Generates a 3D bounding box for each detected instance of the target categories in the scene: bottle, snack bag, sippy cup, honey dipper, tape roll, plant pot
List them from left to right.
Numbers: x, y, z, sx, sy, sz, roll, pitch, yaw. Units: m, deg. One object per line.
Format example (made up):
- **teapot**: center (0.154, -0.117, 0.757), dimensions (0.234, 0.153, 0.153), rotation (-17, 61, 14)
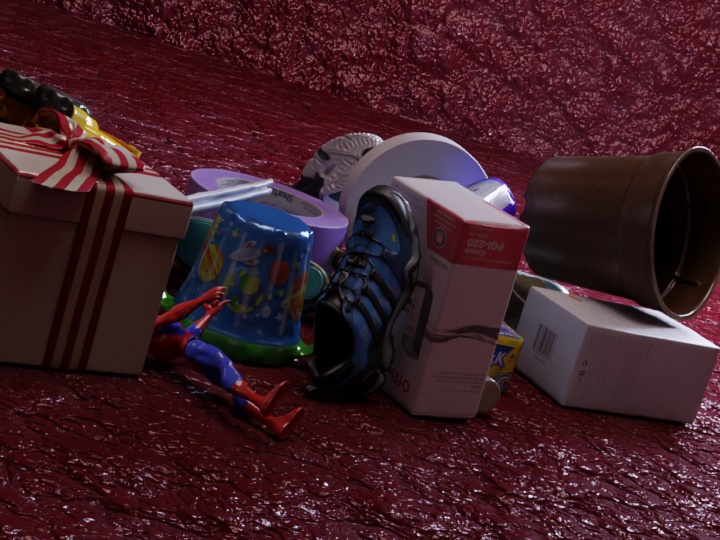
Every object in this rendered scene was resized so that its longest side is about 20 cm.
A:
- **snack bag**: center (-0.216, -0.059, 1.525), dimensions (0.198, 0.022, 0.188), rotation (-12, 4, 31)
- **sippy cup**: center (-0.108, 0.006, 1.434), dimensions (0.176, 0.132, 0.139), rotation (10, 15, -30)
- **tape roll**: center (-0.119, -0.048, 1.748), dimensions (0.198, 0.086, 0.200), rotation (18, 12, -4)
- **tape roll**: center (0.070, -0.071, 1.839), dimensions (0.200, 0.205, 0.037), rotation (13, 16, -20)
- **honey dipper**: center (0.080, 0.098, 1.542), dimensions (0.038, 0.038, 0.200), rotation (10, 11, -30)
- **bottle**: center (0.117, -0.053, 1.702), dimensions (0.066, 0.083, 0.200), rotation (62, 29, -3)
- **plant pot**: center (0.309, -0.053, 1.754), dimensions (0.196, 0.203, 0.199), rotation (8, 4, 38)

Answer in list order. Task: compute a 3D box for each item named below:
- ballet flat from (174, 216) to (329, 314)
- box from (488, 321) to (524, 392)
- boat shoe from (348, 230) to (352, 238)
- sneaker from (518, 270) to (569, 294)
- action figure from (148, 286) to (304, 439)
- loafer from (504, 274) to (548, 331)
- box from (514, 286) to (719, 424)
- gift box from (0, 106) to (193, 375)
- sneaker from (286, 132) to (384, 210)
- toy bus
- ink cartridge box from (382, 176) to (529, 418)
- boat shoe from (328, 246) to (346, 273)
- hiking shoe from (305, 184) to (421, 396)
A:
- **ballet flat**: center (-0.123, 0.000, 1.617), dimensions (0.198, 0.075, 0.074), rotation (24, 14, 15)
- **box**: center (0.106, 0.064, 1.640), dimensions (0.069, 0.065, 0.200), rotation (12, 15, -23)
- **boat shoe**: center (0.010, 0.011, 1.725), dimensions (0.072, 0.066, 0.200), rotation (32, 13, -21)
- **sneaker**: center (0.169, 0.022, 1.790), dimensions (0.198, 0.075, 0.118), rotation (9, -16, -3)
- **action figure**: center (-0.119, 0.059, 1.280), dimensions (0.199, 0.099, 0.066), rotation (25, -26, 33)
- **loafer**: center (0.177, 0.025, 1.717), dimensions (0.075, 0.070, 0.200), rotation (46, 1, 35)
- **box**: center (0.289, 0.097, 1.680), dimensions (0.198, 0.099, 0.124), rotation (10, 14, -30)
- **gift box**: center (-0.268, -0.031, 1.240), dimensions (0.198, 0.189, 0.184), rotation (8, 16, -40)
- **sneaker**: center (-0.017, -0.096, 1.913), dimensions (0.129, 0.199, 0.080), rotation (21, 34, -49)
- **toy bus**: center (-0.345, -0.132, 1.710), dimensions (0.199, 0.137, 0.191), rotation (27, 2, 43)
- **ink cartridge box**: center (0.072, 0.026, 1.445), dimensions (0.084, 0.203, 0.145), rotation (4, 18, -31)
- **boat shoe**: center (0.000, 0.004, 1.590), dimensions (0.074, 0.075, 0.203), rotation (16, 46, 10)
- **hiking shoe**: center (0.002, 0.019, 1.368), dimensions (0.074, 0.203, 0.086), rotation (10, 3, 35)
